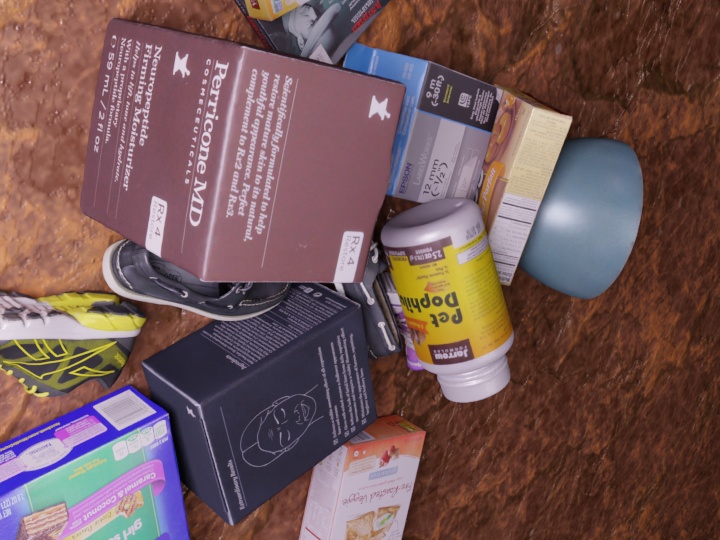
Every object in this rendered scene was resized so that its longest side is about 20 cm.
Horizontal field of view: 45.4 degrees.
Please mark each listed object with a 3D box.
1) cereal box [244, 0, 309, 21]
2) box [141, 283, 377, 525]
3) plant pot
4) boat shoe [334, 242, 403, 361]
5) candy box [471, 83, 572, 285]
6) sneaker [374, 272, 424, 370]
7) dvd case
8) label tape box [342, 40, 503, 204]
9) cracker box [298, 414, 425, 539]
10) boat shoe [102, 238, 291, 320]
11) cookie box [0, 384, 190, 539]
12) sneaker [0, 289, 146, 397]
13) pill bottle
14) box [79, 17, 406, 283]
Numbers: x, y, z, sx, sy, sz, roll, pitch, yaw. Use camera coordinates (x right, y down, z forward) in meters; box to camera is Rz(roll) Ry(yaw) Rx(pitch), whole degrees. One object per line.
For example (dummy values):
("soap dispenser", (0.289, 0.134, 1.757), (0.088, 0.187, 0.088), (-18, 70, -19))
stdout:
("cereal box", (-0.032, -0.326, 0.749), (0.199, 0.039, 0.145), (-37, 129, -27))
("box", (-0.094, 0.123, 0.862), (0.199, 0.107, 0.150), (-30, 126, -34))
("plant pot", (0.236, -0.076, 1.068), (0.133, 0.200, 0.203), (11, 101, -12))
("boat shoe", (0.000, 0.000, 0.906), (0.076, 0.060, 0.202), (-74, 152, -62))
("candy box", (0.162, -0.099, 0.988), (0.055, 0.116, 0.202), (10, 111, -18))
("sneaker", (0.067, 0.068, 1.027), (0.199, 0.072, 0.115), (10, 106, -45))
("dvd case", (-0.058, -0.281, 0.787), (0.146, 0.022, 0.200), (-52, 134, -15))
("label tape box", (0.057, -0.149, 0.926), (0.199, 0.066, 0.145), (5, 103, -47))
("cracker box", (-0.001, 0.288, 1.061), (0.133, 0.057, 0.202), (-1, 109, -44))
("boat shoe", (-0.131, -0.001, 0.788), (0.198, 0.066, 0.075), (15, 66, -41))
("cookie box", (-0.248, 0.234, 0.780), (0.170, 0.075, 0.202), (-24, 124, -37))
("sneaker", (-0.264, 0.066, 0.693), (0.199, 0.074, 0.086), (2, 106, -45))
("pill bottle", (0.098, 0.033, 0.912), (0.109, 0.109, 0.202), (-29, 109, -32))
("box", (-0.100, -0.097, 0.695), (0.163, 0.199, 0.168), (2, 106, -44))
